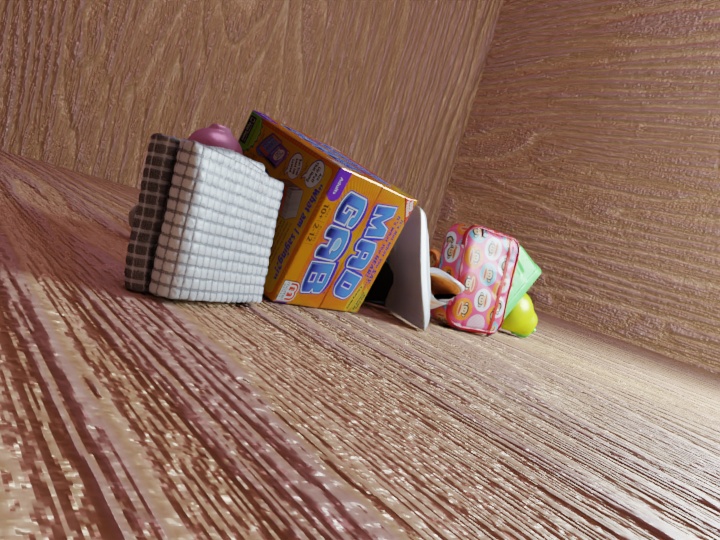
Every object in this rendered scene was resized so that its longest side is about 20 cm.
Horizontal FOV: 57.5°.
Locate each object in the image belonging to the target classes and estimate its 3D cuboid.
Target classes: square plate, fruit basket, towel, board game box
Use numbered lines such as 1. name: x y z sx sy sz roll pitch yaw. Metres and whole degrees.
1. square plate: 0.079 -0.016 1.127 0.028 0.201 0.200 -5 10 -16
2. fruit basket: 0.314 0.058 1.479 0.214 0.218 0.155 13 6 -44
3. towel: -0.173 -0.053 0.739 0.085 0.168 0.200 12 1 19
4. board game box: -0.079 -0.081 0.978 0.199 0.202 0.199 37 14 34

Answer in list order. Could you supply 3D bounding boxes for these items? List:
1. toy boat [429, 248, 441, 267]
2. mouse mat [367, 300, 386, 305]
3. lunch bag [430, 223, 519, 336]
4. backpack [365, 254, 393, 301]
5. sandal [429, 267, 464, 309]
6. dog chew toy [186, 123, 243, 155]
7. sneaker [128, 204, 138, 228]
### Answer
1. toy boat: 0.154 0.014 1.537 0.129 0.132 0.200 17 3 -1
2. mouse mat: -0.037 0.036 1.303 0.198 0.008 0.161 15 4 -22
3. lunch bag: 0.230 0.020 1.274 0.175 0.203 0.082 14 0 -34
4. backpack: -0.033 -0.054 1.193 0.161 0.155 0.200 15 19 -28
5. sandal: 0.114 0.042 1.206 0.079 0.060 0.206 33 -18 -20
6. dog chew toy: -0.213 -0.095 0.875 0.123 0.203 0.125 16 4 -1
7. sneaker: -0.287 -0.059 1.070 0.198 0.073 0.072 22 -4 21
